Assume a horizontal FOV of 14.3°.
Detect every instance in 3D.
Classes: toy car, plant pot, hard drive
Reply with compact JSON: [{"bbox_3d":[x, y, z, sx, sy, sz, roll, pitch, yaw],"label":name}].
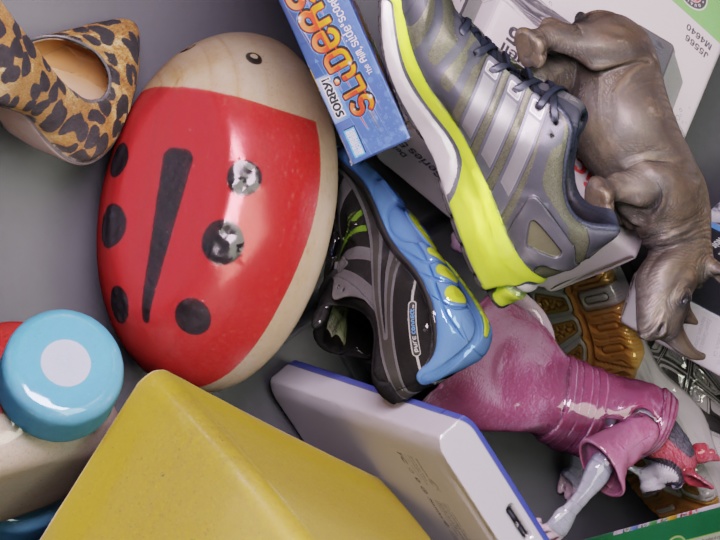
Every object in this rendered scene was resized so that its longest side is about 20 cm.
[{"bbox_3d":[-0.232,0.034,1.467,0.176,0.184,0.201,-16,71,-23],"label":"toy car"},{"bbox_3d":[-0.046,0.201,1.423,0.200,0.176,0.201,30,94,-47],"label":"plant pot"},{"bbox_3d":[0.034,0.118,1.543,0.025,0.200,0.132,-39,112,-17],"label":"hard drive"}]

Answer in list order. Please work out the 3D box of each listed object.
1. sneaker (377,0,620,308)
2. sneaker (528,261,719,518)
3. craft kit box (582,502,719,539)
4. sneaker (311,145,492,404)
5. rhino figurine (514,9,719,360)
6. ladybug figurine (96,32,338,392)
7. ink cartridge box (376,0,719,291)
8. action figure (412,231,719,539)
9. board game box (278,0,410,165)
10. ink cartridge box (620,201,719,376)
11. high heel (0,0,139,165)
[{"bbox_3d":[0.069,-0.085,1.454,0.081,0.074,0.201,-20,105,16],"label":"sneaker"},{"bbox_3d":[0.170,0.048,1.688,0.088,0.075,0.201,-40,110,-36],"label":"sneaker"},{"bbox_3d":[0.246,0.154,1.632,0.196,0.200,0.049,1,76,-33],"label":"craft kit box"},{"bbox_3d":[0.000,0.000,1.535,0.083,0.200,0.071,-37,128,3],"label":"sneaker"},{"bbox_3d":[0.145,-0.045,1.517,0.087,0.060,0.201,-26,95,-34],"label":"rhino figurine"},{"bbox_3d":[-0.083,-0.032,1.523,0.072,0.135,0.201,20,77,-63],"label":"ladybug figurine"},{"bbox_3d":[0.112,-0.114,1.602,0.145,0.084,0.201,38,57,-22],"label":"ink cartridge box"},{"bbox_3d":[0.114,0.069,1.616,0.199,0.134,0.150,17,99,-10],"label":"action figure"},{"bbox_3d":[-0.021,-0.141,1.512,0.034,0.200,0.136,-24,103,3],"label":"board game box"},{"bbox_3d":[0.282,0.019,1.637,0.198,0.199,0.044,-37,149,-44],"label":"ink cartridge box"},{"bbox_3d":[-0.158,-0.120,1.463,0.200,0.071,0.143,-48,156,-48],"label":"high heel"}]
